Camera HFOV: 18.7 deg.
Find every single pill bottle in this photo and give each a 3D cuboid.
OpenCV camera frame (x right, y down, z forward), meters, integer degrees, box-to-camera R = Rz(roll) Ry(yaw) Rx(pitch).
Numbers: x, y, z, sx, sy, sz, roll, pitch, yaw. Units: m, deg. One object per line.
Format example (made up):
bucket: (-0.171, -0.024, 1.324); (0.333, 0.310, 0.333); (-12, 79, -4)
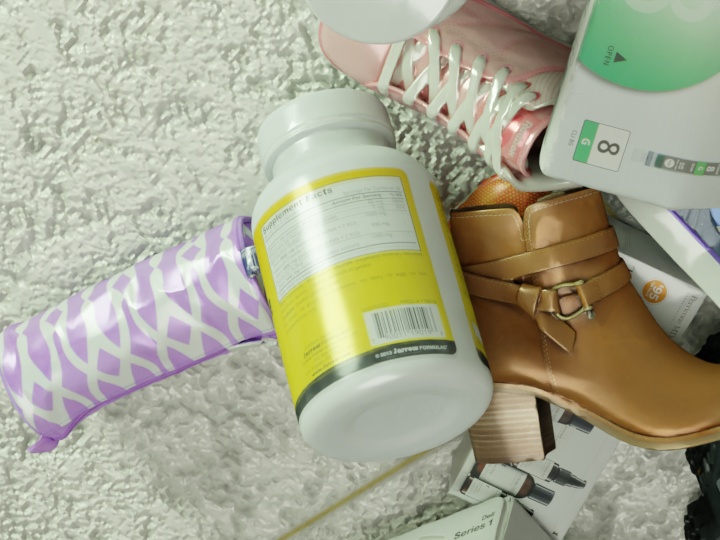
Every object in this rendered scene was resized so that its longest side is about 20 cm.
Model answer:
pill bottle: (0.000, 0.000, 1.250); (0.112, 0.200, 0.112); (-11, 151, -6)
pill bottle: (0.017, -0.191, 1.166); (0.111, 0.200, 0.111); (2, 115, 5)

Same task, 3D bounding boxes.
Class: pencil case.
pencil case: (-0.128, 0.038, 1.349); (0.200, 0.084, 0.086); (-24, 80, 20)

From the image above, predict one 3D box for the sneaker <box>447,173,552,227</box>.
sneaker: (0.063, 0.029, 1.332); (0.073, 0.077, 0.200); (25, 111, -5)

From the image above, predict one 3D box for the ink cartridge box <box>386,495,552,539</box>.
ink cartridge box: (0.092, 0.257, 1.405); (0.145, 0.084, 0.200); (-27, 116, 33)

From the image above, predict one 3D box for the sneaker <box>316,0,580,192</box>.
sneaker: (0.067, -0.107, 1.255); (0.200, 0.105, 0.075); (20, 117, -2)

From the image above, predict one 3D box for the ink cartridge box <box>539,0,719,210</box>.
ink cartridge box: (0.211, -0.101, 1.153); (0.200, 0.050, 0.161); (16, 122, 2)

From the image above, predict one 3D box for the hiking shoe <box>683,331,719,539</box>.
hiking shoe: (0.250, 0.119, 1.367); (0.087, 0.074, 0.200); (-7, 121, -5)

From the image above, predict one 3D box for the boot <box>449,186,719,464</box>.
boot: (0.149, 0.026, 1.272); (0.200, 0.077, 0.156); (-6, 94, 13)

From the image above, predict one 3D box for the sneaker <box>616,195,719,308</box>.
sneaker: (0.258, -0.036, 1.266); (0.200, 0.081, 0.146); (45, 102, -1)

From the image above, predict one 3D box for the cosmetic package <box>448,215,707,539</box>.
cosmetic package: (0.134, 0.068, 1.358); (0.082, 0.051, 0.200); (23, 115, -6)
